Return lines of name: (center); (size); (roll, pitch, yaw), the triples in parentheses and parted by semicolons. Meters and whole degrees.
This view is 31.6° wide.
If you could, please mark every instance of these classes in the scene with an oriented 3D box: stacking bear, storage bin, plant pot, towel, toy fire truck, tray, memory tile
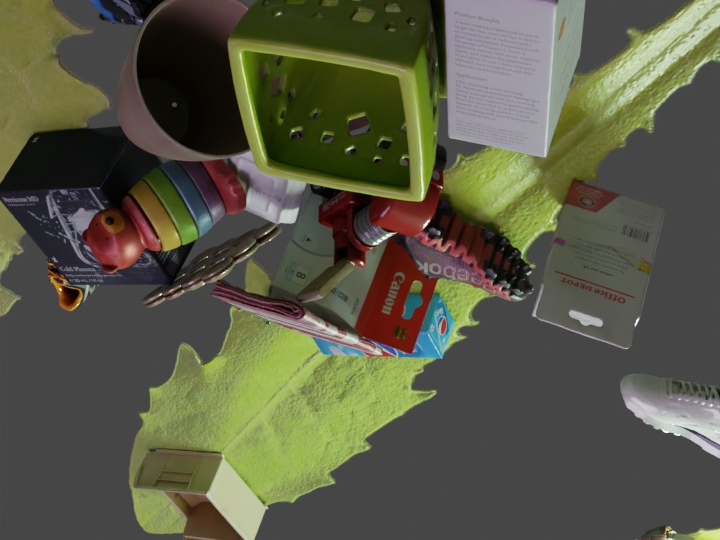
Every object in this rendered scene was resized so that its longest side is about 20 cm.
stacking bear: (-0.259, -0.074, 1.627); (0.122, 0.199, 0.114); (53, 165, 18)
storage bin: (-0.315, 0.446, 2.490); (0.196, 0.094, 0.201); (-1, 140, 31)
plant pot: (-0.210, -0.205, 1.484); (0.187, 0.189, 0.199); (37, 157, -21)
towel: (-0.073, 0.060, 1.556); (0.143, 0.023, 0.200); (15, 172, 33)
toy fire truck: (0.005, -0.054, 1.493); (0.128, 0.202, 0.175); (17, 153, -32)
tray: (-0.126, -0.109, 1.642); (0.106, 0.022, 0.200); (23, 160, -1)
plant pot: (-0.005, -0.214, 1.324); (0.198, 0.183, 0.200); (12, 145, 16)
memory tile: (-0.205, -0.008, 1.757); (0.199, 0.153, 0.017); (-20, 107, 47)

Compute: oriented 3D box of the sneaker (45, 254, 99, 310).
sneaker: (-0.450, -0.017, 1.951); (0.077, 0.078, 0.201); (11, 143, 19)

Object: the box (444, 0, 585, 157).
box: (0.151, -0.239, 1.225); (0.105, 0.153, 0.201); (13, 145, 15)

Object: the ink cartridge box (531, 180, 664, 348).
ink cartridge box: (0.267, 0.006, 1.450); (0.115, 0.201, 0.068); (18, 146, 6)

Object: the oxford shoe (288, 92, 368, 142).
oxford shoe: (-0.050, -0.173, 1.497); (0.198, 0.085, 0.073); (-10, 133, 37)

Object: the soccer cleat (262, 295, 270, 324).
soccer cleat: (-0.099, 0.035, 1.832); (0.067, 0.082, 0.200); (2, 173, -20)

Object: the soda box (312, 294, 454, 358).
soda box: (0.028, 0.078, 1.808); (0.198, 0.068, 0.064); (-1, 140, 31)

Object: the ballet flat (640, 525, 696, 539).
ballet flat: (0.545, 0.471, 2.049); (0.198, 0.071, 0.065); (27, 132, -12)

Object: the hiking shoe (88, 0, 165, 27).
hiking shoe: (-0.300, -0.346, 1.413); (0.086, 0.075, 0.201); (1, 140, 28)

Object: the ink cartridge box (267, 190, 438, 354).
ink cartridge box: (0.000, 0.000, 1.634); (0.198, 0.161, 0.047); (21, 148, 2)

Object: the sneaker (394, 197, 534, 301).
sneaker: (0.126, -0.019, 1.615); (0.199, 0.071, 0.098); (32, 145, -10)

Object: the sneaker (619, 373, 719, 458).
sneaker: (0.445, 0.179, 1.712); (0.198, 0.077, 0.081); (23, 135, -7)

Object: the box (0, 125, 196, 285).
box: (-0.358, -0.087, 1.763); (0.198, 0.125, 0.197); (-1, 138, 31)
